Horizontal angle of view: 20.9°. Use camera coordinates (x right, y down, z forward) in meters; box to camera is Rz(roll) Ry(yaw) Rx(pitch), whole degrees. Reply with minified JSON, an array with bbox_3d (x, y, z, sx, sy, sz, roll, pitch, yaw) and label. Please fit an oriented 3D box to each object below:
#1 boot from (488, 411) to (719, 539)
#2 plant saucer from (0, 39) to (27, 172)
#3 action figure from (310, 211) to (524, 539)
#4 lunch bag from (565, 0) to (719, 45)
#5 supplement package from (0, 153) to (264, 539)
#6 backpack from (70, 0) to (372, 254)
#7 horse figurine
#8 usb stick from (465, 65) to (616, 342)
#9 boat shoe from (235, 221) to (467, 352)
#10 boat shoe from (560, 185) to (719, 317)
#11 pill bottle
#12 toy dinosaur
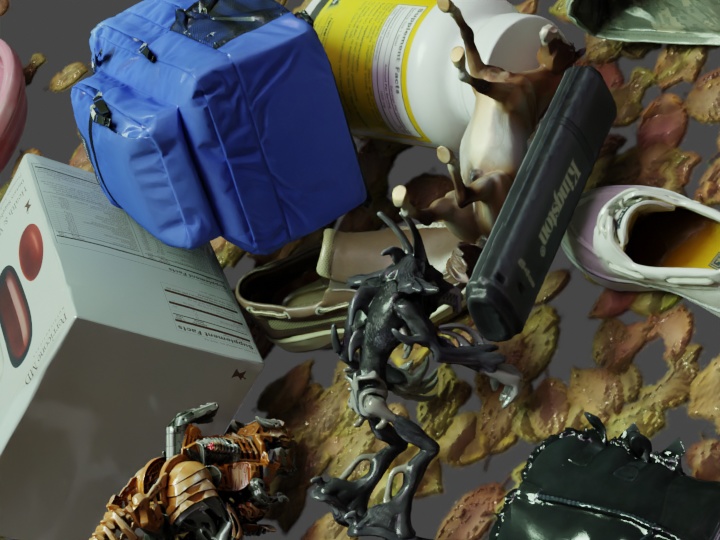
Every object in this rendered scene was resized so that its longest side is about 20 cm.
[{"bbox_3d":[0.131,0.175,1.058,0.162,0.073,0.198,15,64,47],"label":"boot"},{"bbox_3d":[-0.383,-0.126,1.842,0.200,0.051,0.201,-27,43,29],"label":"plant saucer"},{"bbox_3d":[0.032,0.068,1.218,0.119,0.102,0.200,6,85,60],"label":"action figure"},{"bbox_3d":[0.226,-0.237,1.268,0.200,0.118,0.164,0,60,52],"label":"lunch bag"},{"bbox_3d":[-0.196,0.063,1.379,0.191,0.147,0.200,-59,33,23],"label":"supplement package"},{"bbox_3d":[-0.114,-0.114,1.357,0.168,0.163,0.200,-22,30,-19],"label":"backpack"},{"bbox_3d":[0.078,-0.077,1.228,0.050,0.133,0.200,0,71,33],"label":"horse figurine"},{"bbox_3d":[0.113,-0.045,1.207,0.033,0.055,0.200,6,51,29],"label":"usb stick"},{"bbox_3d":[-0.001,0.005,1.327,0.202,0.075,0.075,-21,47,33],"label":"boat shoe"},{"bbox_3d":[0.177,-0.021,1.172,0.071,0.070,0.200,-53,34,-5],"label":"boat shoe"},{"bbox_3d":[0.050,-0.142,1.367,0.200,0.112,0.113,15,71,49],"label":"pill bottle"},{"bbox_3d":[-0.112,0.162,1.256,0.200,0.136,0.102,-19,8,-28],"label":"toy dinosaur"}]
